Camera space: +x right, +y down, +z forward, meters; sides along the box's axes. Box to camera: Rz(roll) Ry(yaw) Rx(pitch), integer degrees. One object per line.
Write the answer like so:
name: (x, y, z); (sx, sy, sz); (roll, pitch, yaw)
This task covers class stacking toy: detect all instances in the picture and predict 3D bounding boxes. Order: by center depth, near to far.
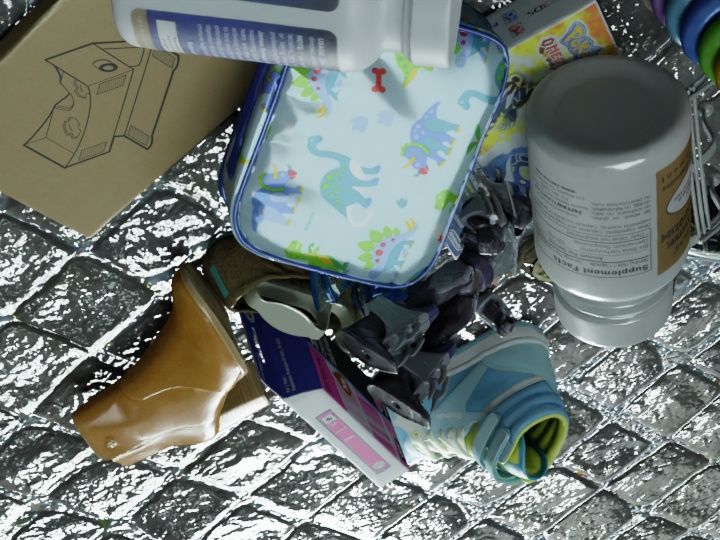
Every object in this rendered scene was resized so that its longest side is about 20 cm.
stacking toy: (0.257, -0.149, 1.231); (0.085, 0.201, 0.086); (-12, 139, -10)

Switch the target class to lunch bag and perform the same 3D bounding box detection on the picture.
lunch bag: (-0.002, -0.098, 1.219); (0.160, 0.083, 0.201); (13, 114, -18)

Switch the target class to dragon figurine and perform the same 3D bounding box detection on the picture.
dragon figurine: (0.000, 0.000, 1.341); (0.059, 0.202, 0.099); (-1, -178, 37)

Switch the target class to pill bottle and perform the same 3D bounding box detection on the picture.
pill bottle: (-0.039, -0.178, 1.084); (0.198, 0.116, 0.116); (8, 138, 6)
pill bottle: (0.179, -0.043, 1.306); (0.114, 0.115, 0.201); (-16, 136, -6)

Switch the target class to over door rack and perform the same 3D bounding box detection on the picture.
over door rack: (0.296, -0.121, 1.378); (0.199, 0.067, 0.148); (-28, 132, -13)

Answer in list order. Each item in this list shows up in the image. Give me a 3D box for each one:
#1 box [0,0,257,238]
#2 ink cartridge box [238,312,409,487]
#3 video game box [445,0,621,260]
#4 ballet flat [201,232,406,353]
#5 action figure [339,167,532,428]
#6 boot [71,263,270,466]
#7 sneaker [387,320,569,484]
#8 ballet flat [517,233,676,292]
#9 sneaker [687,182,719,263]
box: (-0.173, -0.117, 1.221); (0.200, 0.021, 0.163); (-39, 137, 21)
ink cartridge box: (-0.030, 0.090, 1.457); (0.037, 0.095, 0.200); (-32, 139, 13)
video game box: (0.115, -0.104, 1.343); (0.181, 0.047, 0.200); (-30, 140, 6)
ballet flat: (-0.029, 0.024, 1.401); (0.199, 0.073, 0.068); (15, 132, -36)
action figure: (0.074, 0.012, 1.319); (0.200, 0.069, 0.131); (-49, 140, -26)
boot: (-0.158, 0.084, 1.413); (0.143, 0.071, 0.202); (-24, 145, -2)
sneaker: (0.085, 0.142, 1.538); (0.199, 0.131, 0.079); (-35, 140, 17)
ballet flat: (0.195, 0.000, 1.463); (0.067, 0.047, 0.199); (-34, 152, 29)
sneaker: (0.325, -0.019, 1.506); (0.199, 0.078, 0.087); (-3, 141, -20)
